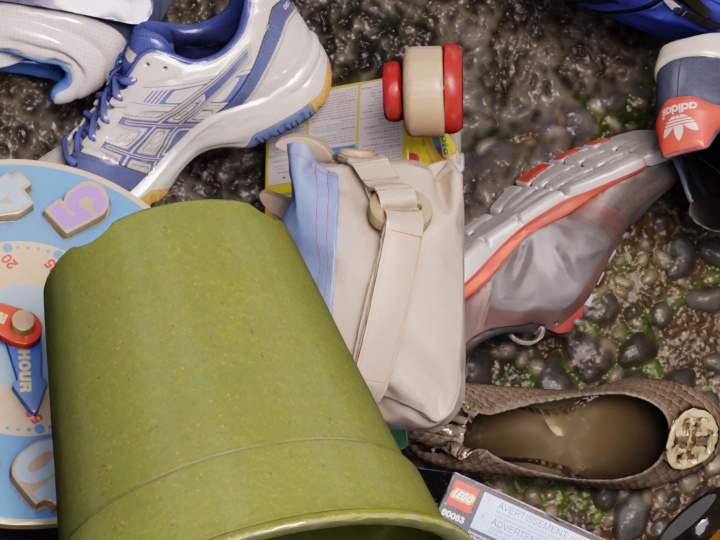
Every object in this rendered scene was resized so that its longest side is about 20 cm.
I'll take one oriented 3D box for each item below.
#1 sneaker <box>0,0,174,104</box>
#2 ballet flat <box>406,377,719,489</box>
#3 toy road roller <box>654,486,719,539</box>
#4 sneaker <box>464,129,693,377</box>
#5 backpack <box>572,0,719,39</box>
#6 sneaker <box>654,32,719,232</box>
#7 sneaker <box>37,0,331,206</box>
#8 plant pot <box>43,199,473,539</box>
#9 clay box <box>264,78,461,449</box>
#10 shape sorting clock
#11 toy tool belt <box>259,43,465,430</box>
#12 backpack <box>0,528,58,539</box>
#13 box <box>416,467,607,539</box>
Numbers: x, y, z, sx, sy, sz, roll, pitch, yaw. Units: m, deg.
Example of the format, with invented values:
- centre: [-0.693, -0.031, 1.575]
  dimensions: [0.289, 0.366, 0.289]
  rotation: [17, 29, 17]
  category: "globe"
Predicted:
- centre: [-0.196, -0.184, 1.385]
  dimensions: [0.200, 0.081, 0.147]
  rotation: [40, 73, -10]
  category: "sneaker"
- centre: [0.116, 0.091, 1.413]
  dimensions: [0.200, 0.046, 0.068]
  rotation: [6, 98, -19]
  category: "ballet flat"
- centre: [0.272, 0.145, 1.398]
  dimensions: [0.200, 0.146, 0.123]
  rotation: [-41, 92, -12]
  category: "toy road roller"
- centre: [0.110, -0.008, 1.435]
  dimensions: [0.200, 0.077, 0.082]
  rotation: [-32, 106, -6]
  category: "sneaker"
- centre: [0.155, -0.226, 1.384]
  dimensions: [0.200, 0.162, 0.168]
  rotation: [23, 80, -30]
  category: "backpack"
- centre: [0.224, -0.045, 1.411]
  dimensions: [0.200, 0.075, 0.085]
  rotation: [37, 51, -36]
  category: "sneaker"
- centre: [-0.118, -0.091, 1.369]
  dimensions: [0.200, 0.075, 0.088]
  rotation: [-31, 124, -2]
  category: "sneaker"
- centre: [-0.067, 0.076, 1.160]
  dimensions: [0.200, 0.200, 0.190]
  rotation: [-11, 62, -11]
  category: "plant pot"
- centre: [0.000, 0.000, 1.382]
  dimensions: [0.048, 0.115, 0.200]
  rotation: [6, 82, -44]
  category: "clay box"
- centre: [-0.167, 0.032, 1.253]
  dimensions: [0.200, 0.039, 0.200]
  rotation: [4, 66, -8]
  category: "shape sorting clock"
- centre: [-0.009, -0.016, 1.274]
  dimensions: [0.123, 0.125, 0.200]
  rotation: [0, 82, 3]
  category: "toy tool belt"
- centre: [-0.187, 0.134, 1.309]
  dimensions: [0.200, 0.147, 0.183]
  rotation: [-4, 70, -13]
  category: "backpack"
- centre: [0.084, 0.147, 1.336]
  dimensions: [0.136, 0.200, 0.038]
  rotation: [24, 84, -7]
  category: "box"
